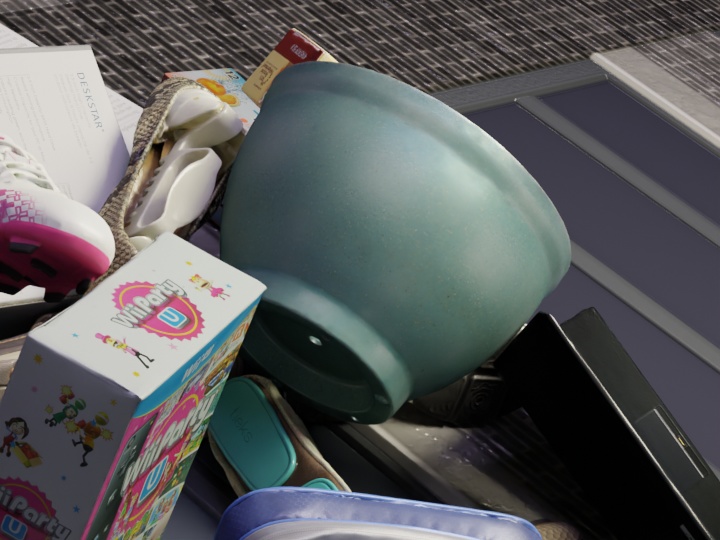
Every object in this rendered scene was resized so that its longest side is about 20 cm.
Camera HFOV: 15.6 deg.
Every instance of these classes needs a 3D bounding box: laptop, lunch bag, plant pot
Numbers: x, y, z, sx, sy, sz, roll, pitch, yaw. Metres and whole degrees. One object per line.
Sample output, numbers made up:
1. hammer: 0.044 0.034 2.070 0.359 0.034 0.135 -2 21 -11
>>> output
1. laptop: 0.172 0.094 1.546 0.178 0.103 0.200 55 35 8
2. lunch bag: 0.002 0.188 1.271 0.199 0.136 0.133 11 29 -20
3. plant pot: 0.000 0.000 1.468 0.200 0.201 0.135 29 67 10

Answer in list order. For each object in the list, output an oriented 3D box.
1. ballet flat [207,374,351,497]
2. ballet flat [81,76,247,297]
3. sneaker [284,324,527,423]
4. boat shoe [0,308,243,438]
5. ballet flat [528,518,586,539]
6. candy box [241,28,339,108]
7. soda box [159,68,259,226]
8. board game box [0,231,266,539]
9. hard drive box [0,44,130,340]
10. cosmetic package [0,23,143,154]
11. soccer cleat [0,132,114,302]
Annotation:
1. ballet flat: -0.028 0.132 1.430 0.062 0.067 0.200 42 16 -43
2. ballet flat: -0.102 -0.054 1.502 0.068 0.075 0.200 40 42 -17
3. sneaker: 0.022 0.032 1.628 0.199 0.076 0.116 1 37 -33
4. boat shoe: -0.156 0.062 1.459 0.073 0.075 0.199 31 18 38
5. ballet flat: 0.071 0.175 1.426 0.046 0.068 0.200 22 17 33
6. candy box: 0.024 -0.059 1.615 0.200 0.055 0.115 40 3 -17
7. soda box: -0.058 -0.055 1.734 0.068 0.064 0.200 -8 42 -47
8. board game box: -0.132 0.098 1.257 0.064 0.201 0.148 29 28 10
9. hard drive box: -0.221 -0.040 1.487 0.199 0.077 0.157 -7 73 -48
10. cosmetic package: -0.205 -0.083 1.661 0.199 0.072 0.101 31 28 14
11. soccer cleat: -0.179 -0.034 1.284 0.070 0.087 0.199 32 -21 -32
